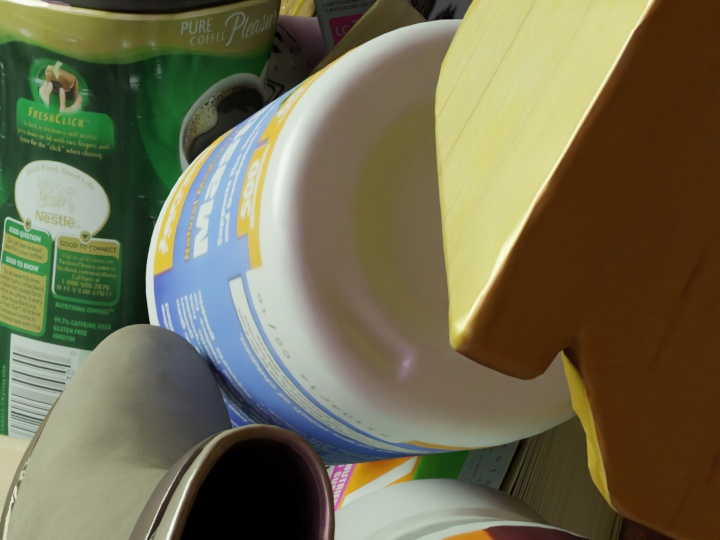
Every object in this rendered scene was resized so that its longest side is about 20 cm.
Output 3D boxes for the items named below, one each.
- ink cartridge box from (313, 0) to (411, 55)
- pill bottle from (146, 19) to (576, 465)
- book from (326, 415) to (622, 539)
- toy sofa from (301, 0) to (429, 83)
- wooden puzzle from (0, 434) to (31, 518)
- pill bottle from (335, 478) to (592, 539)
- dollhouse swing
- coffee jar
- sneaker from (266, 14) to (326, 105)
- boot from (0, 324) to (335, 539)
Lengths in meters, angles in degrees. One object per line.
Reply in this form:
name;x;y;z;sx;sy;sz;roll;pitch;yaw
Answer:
ink cartridge box;-0.012;-0.184;0.972;0.119;0.042;0.200;-91;-8;-49
pill bottle;0.000;0.000;0.696;0.112;0.112;0.200;-70;15;-13
book;0.019;0.078;0.782;0.200;0.048;0.134;-26;38;60
toy sofa;-0.019;-0.005;0.928;0.200;0.098;0.083;-46;4;42
wooden puzzle;-0.150;0.127;0.710;0.200;0.046;0.185;-36;18;-26
pill bottle;0.043;0.128;0.561;0.114;0.114;0.200;-63;22;7
dollhouse swing;0.115;-0.045;0.457;0.182;0.200;0.176;-61;22;12
coffee jar;-0.080;-0.037;0.823;0.085;0.104;0.200;13;108;28
sneaker;-0.058;-0.082;0.978;0.072;0.200;0.073;45;123;20
boot;-0.043;0.074;0.573;0.146;0.070;0.200;123;152;-55
